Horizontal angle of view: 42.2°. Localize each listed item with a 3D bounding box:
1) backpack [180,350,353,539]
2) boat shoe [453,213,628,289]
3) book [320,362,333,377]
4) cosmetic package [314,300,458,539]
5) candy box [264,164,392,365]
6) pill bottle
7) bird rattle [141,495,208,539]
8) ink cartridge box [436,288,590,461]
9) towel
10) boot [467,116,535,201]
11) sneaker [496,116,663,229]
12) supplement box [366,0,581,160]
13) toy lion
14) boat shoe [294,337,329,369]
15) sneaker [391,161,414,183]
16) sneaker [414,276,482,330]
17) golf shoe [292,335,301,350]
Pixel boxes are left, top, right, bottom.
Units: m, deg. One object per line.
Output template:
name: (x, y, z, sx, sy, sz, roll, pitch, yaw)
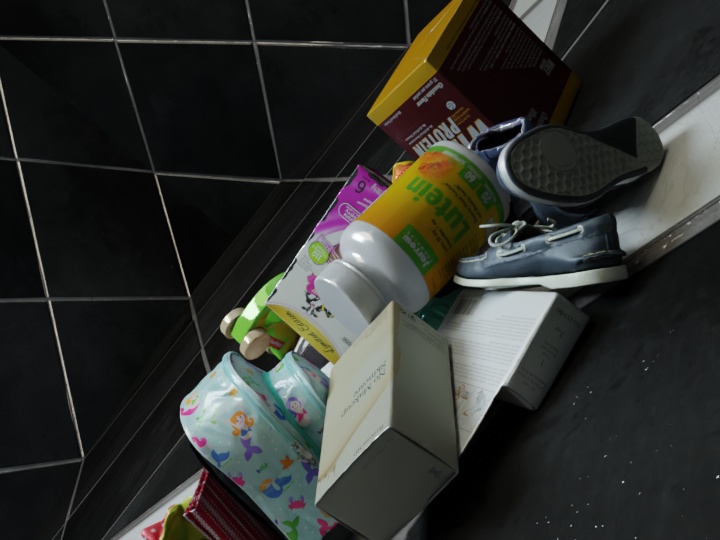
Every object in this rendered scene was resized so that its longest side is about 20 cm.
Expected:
backpack: (-0.078, 0.167, 0.920, 0.151, 0.199, 0.178, -50, 12, 1)
boat shoe: (0.153, -0.015, 0.835, 0.199, 0.074, 0.063, -5, 91, 62)
book: (-0.075, 0.177, 1.153, 0.200, 0.048, 0.133, -40, 9, -13)
cosmetic package: (0.023, 0.125, 0.809, 0.104, 0.073, 0.201, -49, 14, 21)
candy box: (0.000, 0.000, 1.075, 0.201, 0.136, 0.061, -55, -17, 12)
pill bottle: (0.050, -0.028, 0.944, 0.200, 0.111, 0.111, -45, 10, -19)
bird rattle: (-0.183, 0.320, 1.177, 0.163, 0.113, 0.200, -40, -1, -16)
ink cartridge box: (0.102, 0.099, 0.843, 0.175, 0.043, 0.200, -58, 14, -9)
towel: (-0.116, 0.241, 0.974, 0.022, 0.145, 0.200, -34, 16, 15)
boot: (0.142, -0.118, 1.093, 0.199, 0.090, 0.073, -21, 44, 40)
sneaker: (0.171, -0.077, 0.873, 0.201, 0.078, 0.146, -12, -13, -37)
supplement box: (0.151, -0.223, 1.204, 0.133, 0.200, 0.198, -35, 20, 49)
toy lion: (-0.088, 0.053, 1.382, 0.192, 0.069, 0.200, -51, -29, 4)
boat shoe: (-0.022, 0.080, 1.259, 0.200, 0.072, 0.065, -44, 6, 4)
sneaker: (0.058, -0.045, 1.169, 0.077, 0.072, 0.202, 54, 141, 43)
sneaker: (0.055, 0.066, 1.036, 0.200, 0.074, 0.088, -49, 8, 11)
golf shoe: (-0.037, 0.064, 1.344, 0.200, 0.078, 0.095, -49, 13, 3)
